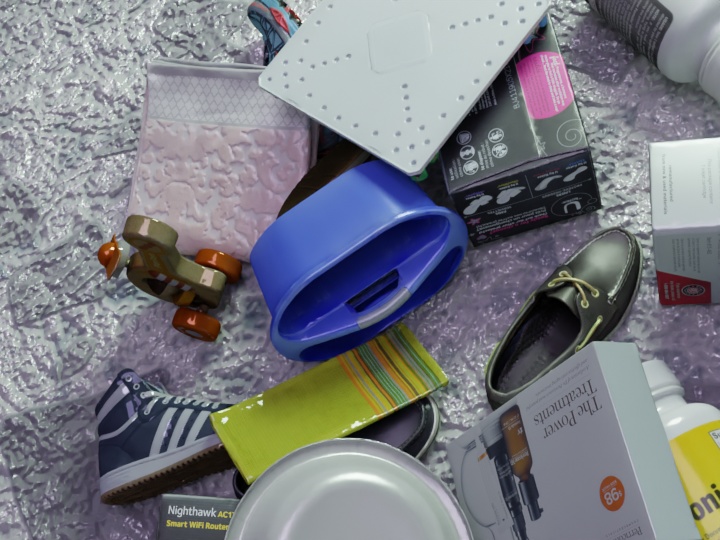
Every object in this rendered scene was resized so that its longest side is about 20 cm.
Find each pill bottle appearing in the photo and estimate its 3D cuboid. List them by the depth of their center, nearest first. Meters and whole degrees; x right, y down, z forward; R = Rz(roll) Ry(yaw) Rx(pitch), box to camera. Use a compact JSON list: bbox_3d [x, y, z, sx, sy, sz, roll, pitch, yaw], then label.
[{"bbox_3d":[0.253,0.173,0.888,0.110,0.111,0.201,-31,61,3],"label":"pill bottle"},{"bbox_3d":[0.290,-0.243,1.057,0.110,0.111,0.201,-37,61,-1],"label":"pill bottle"}]

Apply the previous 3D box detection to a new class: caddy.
[{"bbox_3d":[0.000,0.000,1.028,0.199,0.142,0.106,-34,58,2],"label":"caddy"}]

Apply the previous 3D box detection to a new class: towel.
[{"bbox_3d":[-0.026,0.111,1.004,0.198,0.018,0.086,-24,41,-19],"label":"towel"},{"bbox_3d":[-0.135,-0.107,1.143,0.197,0.032,0.194,7,93,23],"label":"towel"}]

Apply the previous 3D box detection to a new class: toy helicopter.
[{"bbox_3d":[-0.186,-0.010,1.058,0.130,0.200,0.080,18,73,6],"label":"toy helicopter"}]

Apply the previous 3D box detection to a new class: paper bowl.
[{"bbox_3d":[-0.008,0.229,0.889,0.197,0.105,0.204,3,68,-7],"label":"paper bowl"}]

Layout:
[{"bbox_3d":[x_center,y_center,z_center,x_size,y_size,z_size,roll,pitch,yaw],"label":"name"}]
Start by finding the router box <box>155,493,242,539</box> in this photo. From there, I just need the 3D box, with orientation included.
[{"bbox_3d":[-0.072,0.267,0.949,0.197,0.051,0.151,4,67,-4],"label":"router box"}]

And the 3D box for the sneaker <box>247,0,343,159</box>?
[{"bbox_3d":[-0.077,-0.195,1.173,0.095,0.079,0.201,-34,61,3],"label":"sneaker"}]

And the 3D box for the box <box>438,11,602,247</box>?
[{"bbox_3d":[0.131,-0.145,1.064,0.130,0.115,0.203,-16,61,11],"label":"box"}]

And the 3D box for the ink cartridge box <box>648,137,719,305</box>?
[{"bbox_3d":[0.336,-0.040,0.935,0.197,0.146,0.084,-3,64,16],"label":"ink cartridge box"}]

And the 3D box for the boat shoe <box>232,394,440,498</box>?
[{"bbox_3d":[-0.023,0.160,1.011,0.198,0.062,0.075,-24,60,5],"label":"boat shoe"}]

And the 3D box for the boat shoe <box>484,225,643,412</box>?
[{"bbox_3d":[0.177,0.041,0.998,0.071,0.061,0.202,32,80,26],"label":"boat shoe"}]

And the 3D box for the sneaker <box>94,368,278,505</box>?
[{"bbox_3d":[-0.156,0.131,1.061,0.198,0.070,0.110,-21,64,11],"label":"sneaker"}]

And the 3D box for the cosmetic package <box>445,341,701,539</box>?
[{"bbox_3d":[0.153,0.167,0.891,0.200,0.051,0.153,-45,51,46],"label":"cosmetic package"}]

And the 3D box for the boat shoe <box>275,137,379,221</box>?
[{"bbox_3d":[0.003,-0.092,1.090,0.200,0.065,0.073,-47,24,-18],"label":"boat shoe"}]

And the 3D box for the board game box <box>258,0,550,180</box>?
[{"bbox_3d":[0.038,-0.196,1.037,0.199,0.026,0.201,33,78,31],"label":"board game box"}]
